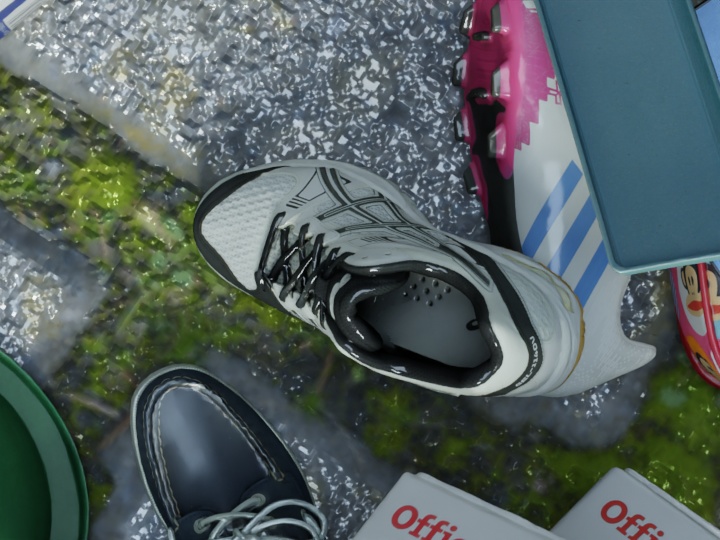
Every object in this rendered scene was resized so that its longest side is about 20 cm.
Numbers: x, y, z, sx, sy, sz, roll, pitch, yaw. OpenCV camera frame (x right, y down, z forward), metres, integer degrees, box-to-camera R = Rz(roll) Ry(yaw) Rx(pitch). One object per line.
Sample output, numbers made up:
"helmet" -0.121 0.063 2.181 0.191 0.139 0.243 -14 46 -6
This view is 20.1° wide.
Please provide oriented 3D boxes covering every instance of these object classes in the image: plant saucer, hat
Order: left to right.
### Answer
"hat" -0.204 0.122 0.872 0.165 0.176 0.201 -28 91 -1
"plant saucer" 0.118 -0.085 0.883 0.070 0.019 0.201 -9 58 -5

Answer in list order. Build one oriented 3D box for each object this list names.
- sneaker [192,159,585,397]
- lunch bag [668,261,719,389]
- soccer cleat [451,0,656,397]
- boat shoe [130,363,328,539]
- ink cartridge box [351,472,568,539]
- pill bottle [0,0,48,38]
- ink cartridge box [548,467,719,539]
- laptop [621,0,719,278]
"sneaker" 0.000 0.000 0.900 0.199 0.088 0.076 19 103 26
"lunch bag" 0.239 -0.037 0.944 0.199 0.082 0.177 -8 89 -2
"soccer cleat" 0.095 -0.042 0.952 0.086 0.070 0.201 -5 92 -17
"boat shoe" -0.048 0.136 0.937 0.075 0.062 0.201 -23 91 -4
"ink cartridge box" 0.022 0.198 0.812 0.200 0.144 0.084 -50 130 -17
"pill bottle" -0.230 -0.121 0.910 0.200 0.111 0.111 -39 91 -3
"ink cartridge box" 0.102 0.206 0.883 0.200 0.146 0.086 -42 131 -11
"laptop" 0.234 -0.056 0.855 0.187 0.200 0.116 -34 119 -2
